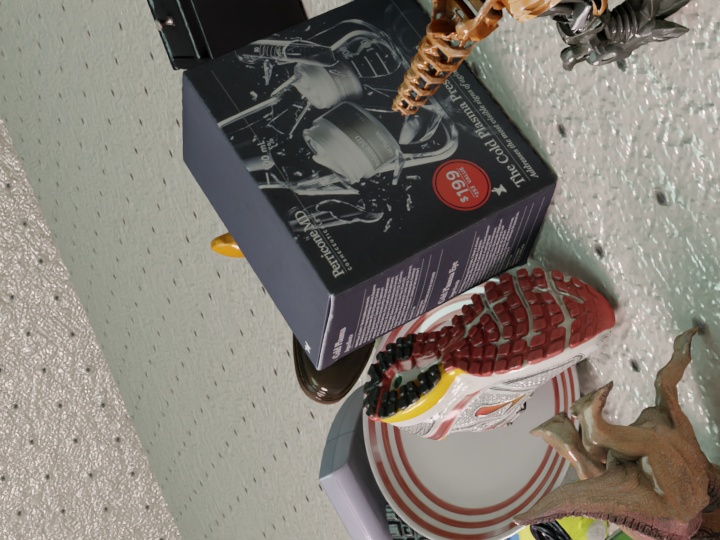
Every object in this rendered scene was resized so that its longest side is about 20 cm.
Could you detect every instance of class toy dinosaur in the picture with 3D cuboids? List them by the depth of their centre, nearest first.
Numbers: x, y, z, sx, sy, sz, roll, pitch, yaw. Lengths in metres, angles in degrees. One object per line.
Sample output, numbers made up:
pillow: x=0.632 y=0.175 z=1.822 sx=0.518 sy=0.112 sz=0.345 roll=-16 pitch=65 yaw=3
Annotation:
toy dinosaur: x=0.088 y=-0.158 z=0.651 sx=0.198 sy=0.135 sz=0.104 roll=-22 pitch=76 yaw=29
toy dinosaur: x=0.176 y=0.124 z=0.767 sx=0.086 sy=0.199 sz=0.137 roll=-39 pitch=79 yaw=39

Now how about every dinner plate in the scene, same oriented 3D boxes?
dinner plate: x=0.083 y=0.105 z=1.000 sx=0.198 sy=0.024 sz=0.203 roll=-8 pitch=78 yaw=39

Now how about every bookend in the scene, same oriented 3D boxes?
bookend: x=-0.119 y=-0.191 z=1.195 sx=0.199 sy=0.091 sz=0.201 roll=21 pitch=133 yaw=63

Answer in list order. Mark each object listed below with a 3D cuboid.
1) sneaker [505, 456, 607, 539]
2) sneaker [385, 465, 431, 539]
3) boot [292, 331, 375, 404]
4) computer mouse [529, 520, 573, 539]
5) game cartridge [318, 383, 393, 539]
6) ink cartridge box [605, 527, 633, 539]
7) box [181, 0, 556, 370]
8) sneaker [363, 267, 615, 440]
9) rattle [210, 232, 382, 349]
sneaker: x=0.144 y=0.200 z=1.049 sx=0.105 sy=0.075 sz=0.202 roll=46 pitch=146 yaw=47
sneaker: x=0.070 y=0.144 z=1.080 sx=0.091 sy=0.075 sz=0.203 roll=21 pitch=-109 yaw=-63
boot: x=0.000 y=0.000 z=1.035 sx=0.074 sy=0.202 sz=0.097 roll=21 pitch=151 yaw=-11
computer mouse: x=0.185 y=0.238 z=0.971 sx=0.201 sy=0.034 sz=0.058 roll=53 pitch=163 yaw=-29
game cartridge: x=0.026 y=0.171 z=1.170 sx=0.134 sy=0.041 sz=0.200 roll=58 pitch=-156 yaw=-9
ink cartridge box: x=0.234 y=0.249 z=0.842 sx=0.201 sy=0.059 sz=0.104 roll=55 pitch=-175 yaw=26
box: x=0.000 y=-0.069 z=0.918 sx=0.201 sy=0.181 sz=0.105 roll=54 pitch=158 yaw=22
sneaker: x=0.096 y=0.063 z=0.933 sx=0.199 sy=0.082 sz=0.079 roll=-27 pitch=46 yaw=37
rattle: x=-0.024 y=0.043 z=1.170 sx=0.130 sy=0.142 sz=0.202 roll=23 pitch=134 yaw=61
